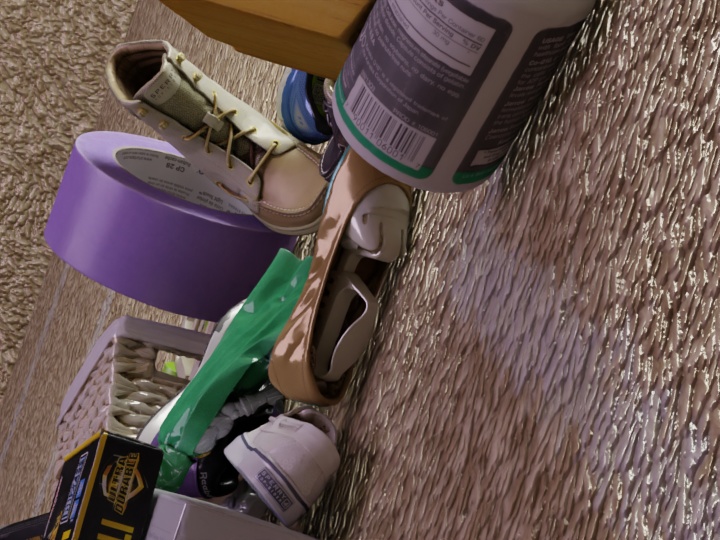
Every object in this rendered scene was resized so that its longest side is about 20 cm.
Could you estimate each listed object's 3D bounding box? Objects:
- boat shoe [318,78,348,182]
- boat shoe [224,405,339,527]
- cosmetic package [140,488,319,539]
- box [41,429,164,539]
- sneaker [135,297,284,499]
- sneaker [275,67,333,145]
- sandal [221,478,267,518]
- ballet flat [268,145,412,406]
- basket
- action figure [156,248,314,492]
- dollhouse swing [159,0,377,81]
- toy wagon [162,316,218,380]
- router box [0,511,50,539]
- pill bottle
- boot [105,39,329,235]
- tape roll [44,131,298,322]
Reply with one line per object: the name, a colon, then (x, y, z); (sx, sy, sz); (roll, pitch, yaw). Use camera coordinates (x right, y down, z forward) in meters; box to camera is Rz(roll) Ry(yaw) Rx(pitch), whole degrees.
boat shoe: (0.004, -0.128, 1.561); (0.200, 0.065, 0.072); (129, 154, -57)
boat shoe: (-0.045, 0.127, 1.462); (0.070, 0.071, 0.200); (-40, -1, -6)
cosmetic package: (-0.103, 0.253, 1.393); (0.199, 0.123, 0.201); (172, 114, -76)
box: (-0.192, 0.216, 1.443); (0.160, 0.049, 0.201); (150, 136, -69)
sneaker: (-0.083, 0.100, 1.632); (0.200, 0.087, 0.076); (-57, -41, -36)
sneaker: (-0.009, -0.196, 1.706); (0.089, 0.078, 0.201); (-161, 81, -69)
sandal: (-0.106, 0.233, 1.588); (0.203, 0.050, 0.082); (-58, 11, 0)
ballet flat: (0.000, 0.000, 1.461); (0.063, 0.068, 0.201); (28, 101, 48)
basket: (-0.171, 0.142, 1.779); (0.200, 0.135, 0.124); (130, 150, -56)
action figure: (-0.087, 0.076, 1.549); (0.200, 0.055, 0.118); (-51, 19, -15)
dollhouse swing: (-0.008, -0.221, 1.382); (0.200, 0.181, 0.176); (23, -95, -75)
toy wagon: (-0.138, 0.034, 1.973); (0.200, 0.039, 0.156); (-119, 48, -72)
router box: (-0.251, 0.280, 1.762); (0.200, 0.052, 0.158); (-21, 91, 43)
pill bottle: (0.069, -0.150, 1.242); (0.113, 0.113, 0.200); (-88, 21, -47)
boot: (-0.107, -0.107, 1.690); (0.072, 0.155, 0.200); (-53, 40, -5)
tape roll: (-0.154, -0.037, 1.783); (0.200, 0.199, 0.085); (-114, 43, -69)
